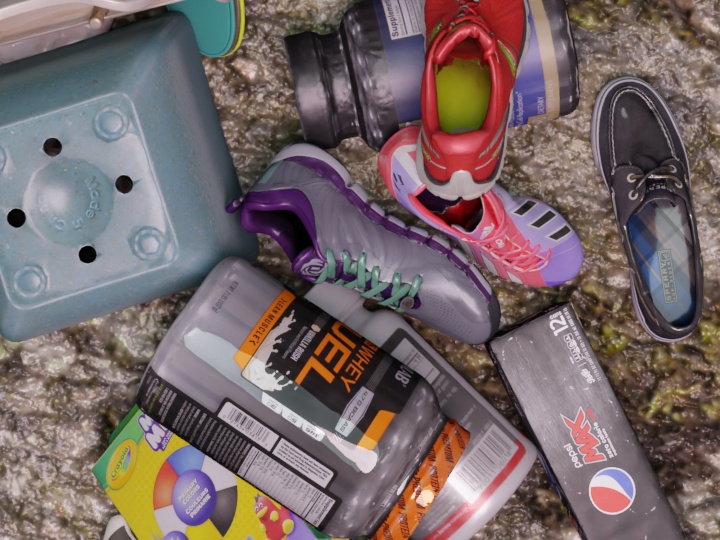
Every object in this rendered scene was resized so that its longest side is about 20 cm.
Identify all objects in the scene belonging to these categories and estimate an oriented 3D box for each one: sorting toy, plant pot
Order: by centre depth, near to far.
[{"bbox_3d":[-0.197,-0.193,1.157,0.199,0.180,0.107,-12,115,9],"label":"sorting toy"},{"bbox_3d":[-0.187,-0.057,1.183,0.195,0.200,0.197,-17,99,-1],"label":"plant pot"}]

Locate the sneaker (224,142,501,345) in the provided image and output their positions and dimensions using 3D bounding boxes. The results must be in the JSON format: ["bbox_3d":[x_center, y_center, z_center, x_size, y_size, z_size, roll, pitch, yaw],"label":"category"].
[{"bbox_3d":[0.000,0.000,1.192,0.200,0.075,0.088,37,47,10],"label":"sneaker"}]

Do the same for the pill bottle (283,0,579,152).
[{"bbox_3d":[0.050,-0.147,1.243,0.199,0.112,0.112,-12,89,0],"label":"pill bottle"}]

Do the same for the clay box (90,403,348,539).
[{"bbox_3d":[-0.109,0.154,1.207,0.115,0.048,0.200,-50,62,16],"label":"clay box"}]

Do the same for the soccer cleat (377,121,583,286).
[{"bbox_3d":[0.091,-0.033,1.223,0.200,0.077,0.067,35,107,-33],"label":"soccer cleat"}]

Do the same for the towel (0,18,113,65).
[{"bbox_3d":[-0.259,-0.254,1.285,0.190,0.032,0.201,22,90,0],"label":"towel"}]

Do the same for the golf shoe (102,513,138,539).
[{"bbox_3d":[-0.095,0.217,1.258,0.199,0.077,0.089,-3,80,-1],"label":"golf shoe"}]

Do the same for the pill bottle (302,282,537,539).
[{"bbox_3d":[0.020,0.102,1.238,0.200,0.114,0.114,44,89,1],"label":"pill bottle"}]

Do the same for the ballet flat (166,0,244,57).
[{"bbox_3d":[-0.128,-0.257,1.262,0.067,0.067,0.201,-13,116,29],"label":"ballet flat"}]

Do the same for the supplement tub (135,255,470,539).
[{"bbox_3d":[-0.035,0.091,1.124,0.200,0.123,0.123,33,89,1],"label":"supplement tub"}]

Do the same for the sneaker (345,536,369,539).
[{"bbox_3d":[-0.023,0.177,1.220,0.200,0.081,0.074,33,44,19],"label":"sneaker"}]

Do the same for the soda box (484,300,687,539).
[{"bbox_3d":[0.164,0.126,1.262,0.071,0.063,0.201,-26,89,0],"label":"soda box"}]

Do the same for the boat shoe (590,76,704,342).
[{"bbox_3d":[0.214,-0.046,1.263,0.070,0.066,0.201,-8,89,0],"label":"boat shoe"}]

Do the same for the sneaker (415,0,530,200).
[{"bbox_3d":[0.075,-0.147,1.134,0.077,0.085,0.201,1,65,4],"label":"sneaker"}]
